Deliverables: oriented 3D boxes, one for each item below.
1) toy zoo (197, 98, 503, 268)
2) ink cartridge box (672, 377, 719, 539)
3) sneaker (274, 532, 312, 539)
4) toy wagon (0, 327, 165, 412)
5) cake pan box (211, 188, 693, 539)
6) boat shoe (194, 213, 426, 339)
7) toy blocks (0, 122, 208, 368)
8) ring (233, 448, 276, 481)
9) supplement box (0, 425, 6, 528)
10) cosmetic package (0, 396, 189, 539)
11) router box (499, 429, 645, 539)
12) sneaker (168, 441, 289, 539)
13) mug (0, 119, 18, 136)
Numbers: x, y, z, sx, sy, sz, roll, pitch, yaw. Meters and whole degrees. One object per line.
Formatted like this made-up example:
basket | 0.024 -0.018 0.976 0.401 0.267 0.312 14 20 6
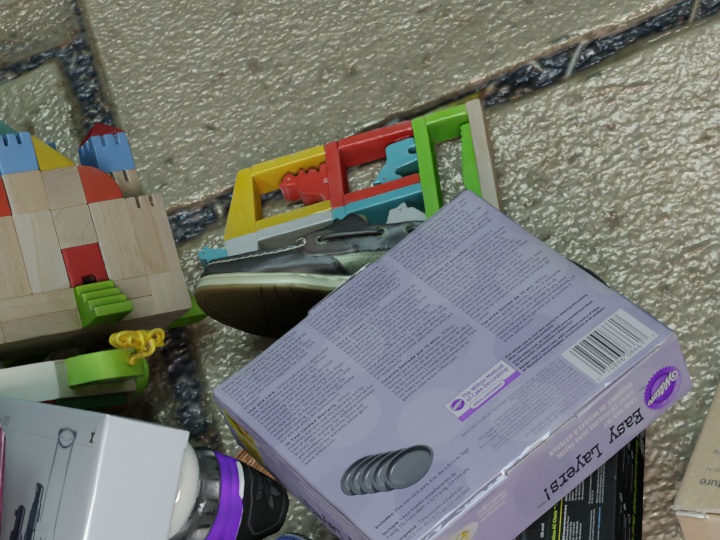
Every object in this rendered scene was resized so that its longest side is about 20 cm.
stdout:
toy zoo | -0.009 -0.035 1.548 0.199 0.021 0.132 -16 42 9
ink cartridge box | 0.281 0.092 1.240 0.199 0.075 0.165 5 50 28
sneaker | -0.080 0.209 1.262 0.200 0.075 0.079 -38 13 24
toy wagon | -0.194 0.070 1.422 0.199 0.155 0.040 -13 84 38
cake pan box | 0.048 0.060 1.278 0.200 0.052 0.184 -39 45 -15
boat shoe | 0.000 0.000 1.463 0.200 0.072 0.066 -2 61 16
toy blocks | -0.196 -0.022 1.479 0.199 0.100 0.137 -11 78 -30
ring | 0.001 0.141 1.362 0.199 0.019 0.201 -13 43 13
supplement box | -0.254 0.166 1.256 0.103 0.201 0.131 2 7 -25
cosmetic package | -0.159 0.146 1.263 0.200 0.051 0.152 -1 76 64
router box | 0.069 0.138 1.272 0.149 0.062 0.201 -8 44 17
sneaker | -0.105 0.168 1.318 0.200 0.099 0.070 -48 39 40
mug | -0.281 -0.015 1.576 0.151 0.185 0.115 20 56 9
